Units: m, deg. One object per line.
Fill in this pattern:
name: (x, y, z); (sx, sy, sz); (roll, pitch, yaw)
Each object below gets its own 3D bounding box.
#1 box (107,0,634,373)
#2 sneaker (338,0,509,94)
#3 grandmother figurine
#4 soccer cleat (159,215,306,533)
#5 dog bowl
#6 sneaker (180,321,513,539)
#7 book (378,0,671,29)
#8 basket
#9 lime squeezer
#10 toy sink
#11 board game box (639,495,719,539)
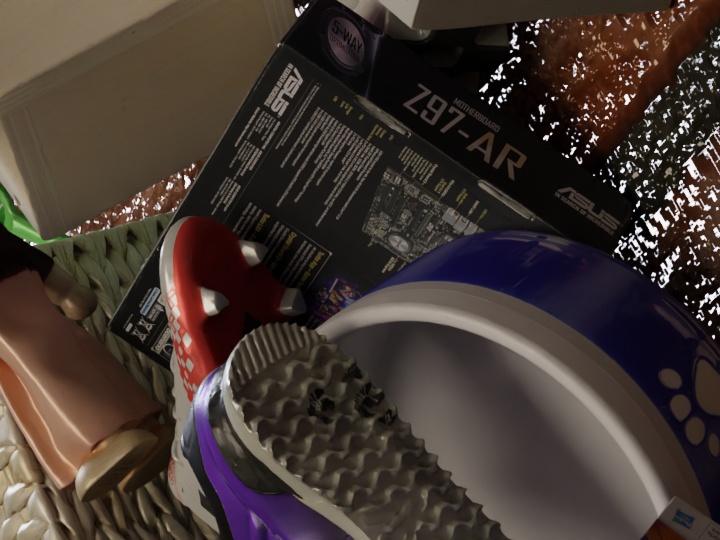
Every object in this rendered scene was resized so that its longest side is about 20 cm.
box: (0.000, 0.000, 1.210); (0.160, 0.044, 0.200); (34, 134, 0)
sneaker: (0.004, -0.084, 1.244); (0.200, 0.074, 0.089); (-56, 40, 42)
grandmother figurine: (-0.163, 0.013, 1.266); (0.061, 0.121, 0.200); (-42, 76, 9)
soccer cleat: (-0.055, 0.065, 1.216); (0.085, 0.069, 0.200); (-3, 127, 32)
dog bowl: (0.062, 0.088, 1.132); (0.200, 0.079, 0.200); (19, 125, 30)
sneaker: (0.000, 0.118, 1.103); (0.200, 0.070, 0.100); (55, 142, 2)
book: (0.017, -0.159, 1.143); (0.200, 0.134, 0.048); (44, 130, 38)
basket: (-0.136, 0.102, 1.393); (0.200, 0.161, 0.198); (-45, 63, 50)
lime squeezer: (-0.197, -0.040, 1.512); (0.200, 0.071, 0.038); (40, 111, 41)
toy sink: (-0.097, -0.127, 1.304); (0.130, 0.200, 0.112); (50, 164, 35)
board game box: (0.155, 0.180, 0.975); (0.200, 0.134, 0.045); (34, 129, 11)
